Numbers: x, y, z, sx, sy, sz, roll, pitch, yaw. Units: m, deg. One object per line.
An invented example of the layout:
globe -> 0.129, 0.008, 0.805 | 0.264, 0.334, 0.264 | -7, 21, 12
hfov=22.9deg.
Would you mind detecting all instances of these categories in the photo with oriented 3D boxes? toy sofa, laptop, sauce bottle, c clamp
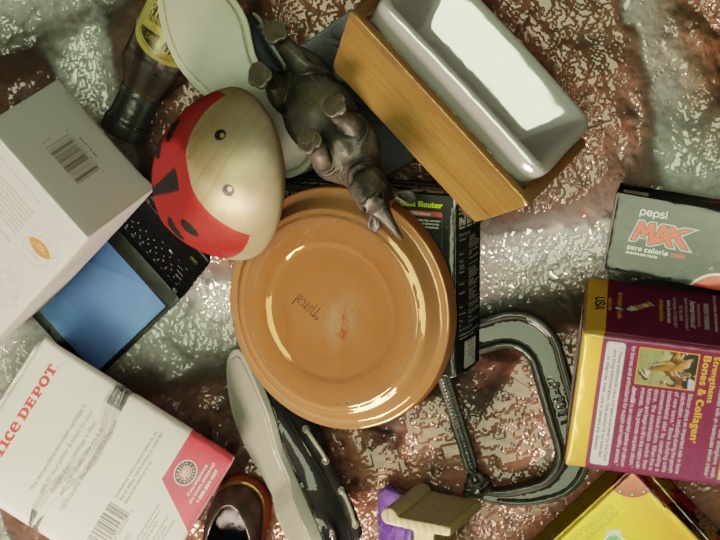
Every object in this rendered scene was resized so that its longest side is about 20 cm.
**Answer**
toy sofa -> 0.041, 0.292, 1.551 | 0.097, 0.083, 0.201 | 9, 104, 22
laptop -> -0.241, -0.019, 1.553 | 0.177, 0.200, 0.103 | 47, 68, -1
sauce bottle -> -0.162, -0.203, 1.528 | 0.066, 0.066, 0.201 | 28, 104, 5
c clamp -> 0.106, 0.120, 1.555 | 0.170, 0.027, 0.201 | -22, 95, 7

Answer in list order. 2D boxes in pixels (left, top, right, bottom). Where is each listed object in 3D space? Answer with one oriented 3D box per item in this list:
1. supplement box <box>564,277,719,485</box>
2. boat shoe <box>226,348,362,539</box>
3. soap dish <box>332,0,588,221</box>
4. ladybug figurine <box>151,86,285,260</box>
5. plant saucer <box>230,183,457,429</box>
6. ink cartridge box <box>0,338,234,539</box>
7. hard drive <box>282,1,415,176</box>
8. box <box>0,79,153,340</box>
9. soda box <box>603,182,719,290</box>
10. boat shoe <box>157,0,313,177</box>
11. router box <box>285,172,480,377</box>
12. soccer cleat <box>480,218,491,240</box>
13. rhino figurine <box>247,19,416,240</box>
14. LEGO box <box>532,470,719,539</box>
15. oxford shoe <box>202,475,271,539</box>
supplement box -> 0.273, 0.094, 1.457 | 0.199, 0.103, 0.132 | 8, 117, 6
boat shoe -> -0.059, 0.157, 1.571 | 0.060, 0.074, 0.201 | -19, 77, -27
soap dish -> 0.079, -0.140, 1.409 | 0.200, 0.157, 0.081 | 48, 121, 0
ladybug figurine -> -0.118, -0.073, 1.410 | 0.072, 0.200, 0.137 | -9, 84, -21
plant saucer -> -0.019, 0.031, 1.437 | 0.199, 0.032, 0.202 | 5, 102, 25
ink cartridge box -> -0.232, 0.173, 1.567 | 0.199, 0.084, 0.145 | 32, 83, -1
hard drive -> 0.020, -0.157, 1.512 | 0.199, 0.042, 0.135 | -32, 93, 14
box -> -0.287, -0.043, 1.497 | 0.124, 0.097, 0.200 | 48, 132, -1
soda box -> 0.305, -0.020, 1.472 | 0.199, 0.063, 0.071 | 11, 101, 9
boat shoe -> -0.096, -0.168, 1.480 | 0.075, 0.062, 0.200 | -39, 91, 15
router box -> 0.000, 0.000, 1.475 | 0.199, 0.062, 0.151 | 6, 104, 25
soccer cleat -> 0.046, -0.034, 1.517 | 0.085, 0.069, 0.200 | 45, 109, -4
rhino figurine -> -0.017, -0.101, 1.383 | 0.060, 0.087, 0.200 | -37, 65, 6
LEGO box -> 0.216, 0.277, 1.532 | 0.149, 0.077, 0.200 | 45, 104, 0
oxford shoe -> -0.125, 0.289, 1.600 | 0.071, 0.073, 0.201 | 5, 101, 9
